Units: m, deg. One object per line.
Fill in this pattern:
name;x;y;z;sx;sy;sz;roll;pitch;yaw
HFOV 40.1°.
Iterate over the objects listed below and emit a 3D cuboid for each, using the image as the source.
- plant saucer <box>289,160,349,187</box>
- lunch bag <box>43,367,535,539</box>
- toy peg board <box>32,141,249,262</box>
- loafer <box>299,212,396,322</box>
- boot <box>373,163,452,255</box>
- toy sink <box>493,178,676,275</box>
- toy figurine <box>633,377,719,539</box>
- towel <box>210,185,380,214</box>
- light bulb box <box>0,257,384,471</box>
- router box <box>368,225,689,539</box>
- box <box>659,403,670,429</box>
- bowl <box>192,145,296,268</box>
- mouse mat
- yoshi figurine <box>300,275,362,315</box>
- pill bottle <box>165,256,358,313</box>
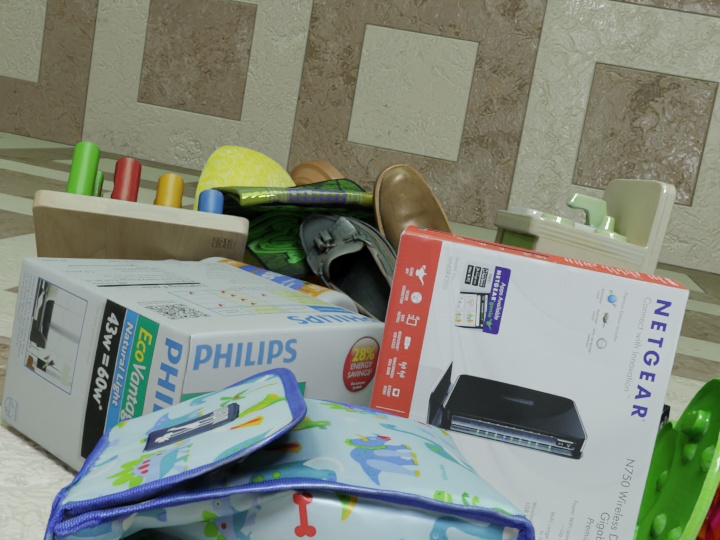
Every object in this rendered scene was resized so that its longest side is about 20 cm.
plant saucer;-0.051;-0.035;1.233;0.032;0.204;0.200;-14;20;-28
lunch bag;-0.039;0.120;0.473;0.197;0.130;0.170;12;1;-7
toy peg board;-0.220;-0.037;1.008;0.196;0.099;0.201;7;-32;-11
loafer;0.000;0.000;0.925;0.200;0.072;0.063;44;10;37
boot;0.071;-0.009;0.951;0.073;0.203;0.075;-22;6;-12
toy sink;0.169;0.008;0.845;0.110;0.203;0.130;15;5;-9
toy figurine;0.275;0.174;0.622;0.182;0.152;0.200;24;-4;8
towel;-0.045;-0.071;1.016;0.197;0.023;0.143;2;4;-22
light bulb box;-0.118;0.073;0.715;0.198;0.127;0.197;19;12;40
router box;0.096;0.087;0.629;0.177;0.203;0.049;11;8;6
box;0.175;0.132;0.932;0.198;0.047;0.158;15;11;29
bowl;-0.110;-0.045;1.167;0.106;0.204;0.200;3;7;15
mouse mat;-0.047;-0.050;1.066;0.198;0.008;0.161;-14;41;-35
yoshi figurine;-0.016;0.062;1.001;0.111;0.114;0.199;-17;26;-35
pill bottle;-0.108;0.051;0.904;0.198;0.114;0.112;16;11;28
